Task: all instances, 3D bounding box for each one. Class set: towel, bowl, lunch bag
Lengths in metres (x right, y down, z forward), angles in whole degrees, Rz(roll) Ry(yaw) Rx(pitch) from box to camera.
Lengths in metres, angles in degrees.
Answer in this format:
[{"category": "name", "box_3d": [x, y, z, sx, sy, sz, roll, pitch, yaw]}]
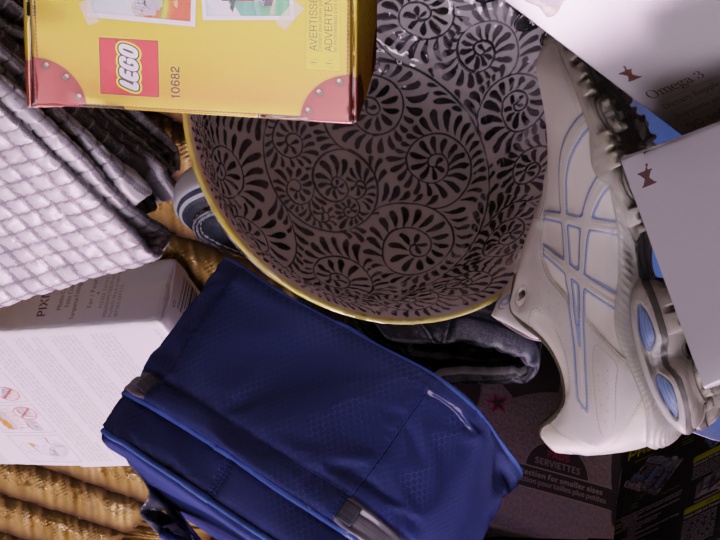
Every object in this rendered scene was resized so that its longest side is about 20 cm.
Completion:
[{"category": "towel", "box_3d": [-0.207, -0.070, 1.542, 0.165, 0.086, 0.200, -17, 138, 30]}, {"category": "bowl", "box_3d": [-0.002, -0.060, 1.427, 0.200, 0.202, 0.094, 18, 160, -15]}, {"category": "lunch bag", "box_3d": [-0.036, 0.098, 1.498, 0.200, 0.133, 0.136, 28, 166, 30]}]

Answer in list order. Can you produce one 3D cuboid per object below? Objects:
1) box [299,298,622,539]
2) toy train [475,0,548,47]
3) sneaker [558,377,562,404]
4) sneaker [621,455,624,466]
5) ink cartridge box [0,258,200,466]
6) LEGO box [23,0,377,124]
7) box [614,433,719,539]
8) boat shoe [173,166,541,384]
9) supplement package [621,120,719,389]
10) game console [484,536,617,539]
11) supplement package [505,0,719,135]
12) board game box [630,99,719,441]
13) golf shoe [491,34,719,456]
[{"category": "box", "box_3d": [0.041, 0.107, 1.709, 0.199, 0.133, 0.115, 15, 148, -12]}, {"category": "toy train", "box_3d": [0.094, -0.129, 1.387, 0.046, 0.034, 0.200, -34, 151, 18]}, {"category": "sneaker", "box_3d": [0.112, 0.005, 1.605, 0.114, 0.073, 0.201, 13, 136, -2]}, {"category": "sneaker", "box_3d": [0.139, 0.158, 1.832, 0.199, 0.078, 0.085, 9, 155, 14]}, {"category": "ink cartridge box", "box_3d": [-0.167, 0.059, 1.768, 0.199, 0.047, 0.160, -2, 146, 25]}, {"category": "LEGO box", "box_3d": [-0.069, -0.171, 1.281, 0.148, 0.077, 0.201, 4, 116, 6]}, {"category": "box", "box_3d": [0.220, 0.126, 1.673, 0.044, 0.161, 0.200, 35, 138, -22]}, {"category": "boat shoe", "box_3d": [0.000, 0.000, 1.494, 0.199, 0.091, 0.071, 8, 150, -1]}, {"category": "supplement package", "box_3d": [0.210, -0.022, 1.357, 0.113, 0.110, 0.200, -22, 175, 21]}, {"category": "game console", "box_3d": [0.045, 0.205, 1.616, 0.199, 0.117, 0.176, 1, 132, 16]}, {"category": "supplement package", "box_3d": [0.126, -0.168, 1.289, 0.200, 0.118, 0.117, 33, 142, -32]}, {"category": "board game box", "box_3d": [0.208, -0.013, 1.493, 0.157, 0.201, 0.039, -3, -174, 13]}, {"category": "golf shoe", "box_3d": [0.096, -0.012, 1.355, 0.097, 0.201, 0.078, -19, 164, 20]}]
